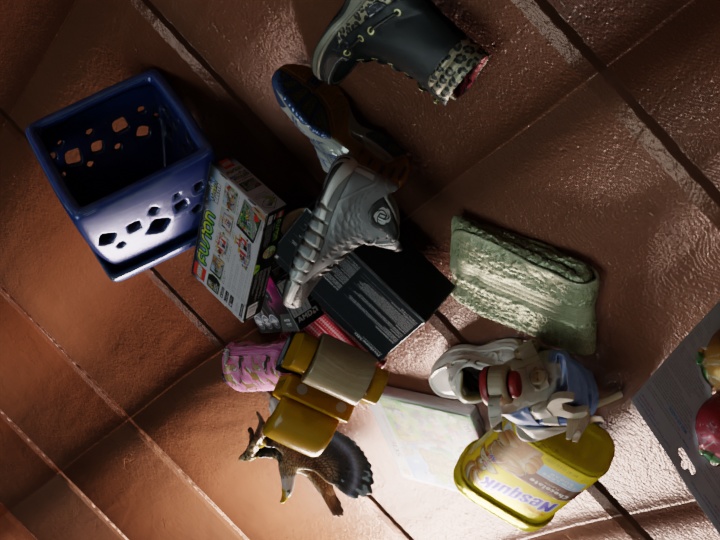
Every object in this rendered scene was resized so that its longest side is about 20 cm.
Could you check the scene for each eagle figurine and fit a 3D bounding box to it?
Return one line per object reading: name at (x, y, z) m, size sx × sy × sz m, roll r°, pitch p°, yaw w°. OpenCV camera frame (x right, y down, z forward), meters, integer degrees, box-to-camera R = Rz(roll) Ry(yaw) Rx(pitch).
eagle figurine at (-0.088, 0.305, 2.154) m, size 0.200 × 0.151 × 0.152 m, roll 17°, pitch -167°, yaw -13°

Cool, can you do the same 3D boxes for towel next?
towel at (0.190, 0.020, 1.598) m, size 0.200 × 0.036 × 0.148 m, roll 23°, pitch 143°, yaw 28°
towel at (-0.044, 0.115, 1.939) m, size 0.145 × 0.022 × 0.200 m, roll 43°, pitch 154°, yaw 1°

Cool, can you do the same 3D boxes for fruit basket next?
fruit basket at (0.376, 0.136, 1.387) m, size 0.185 × 0.200 × 0.094 m, roll 54°, pitch 160°, yaw -17°

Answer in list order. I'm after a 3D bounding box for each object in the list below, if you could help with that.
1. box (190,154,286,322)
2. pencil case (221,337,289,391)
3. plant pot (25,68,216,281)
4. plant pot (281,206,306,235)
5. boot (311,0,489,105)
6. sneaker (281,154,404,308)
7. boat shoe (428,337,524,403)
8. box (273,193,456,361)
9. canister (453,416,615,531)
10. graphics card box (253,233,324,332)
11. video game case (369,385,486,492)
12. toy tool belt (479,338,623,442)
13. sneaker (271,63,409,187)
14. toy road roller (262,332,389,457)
box at (-0.159, -0.039, 1.726) m, size 0.110 × 0.035 × 0.200 m, roll 42°, pitch 140°, yaw 23°
pencil case at (-0.129, 0.137, 1.979) m, size 0.200 × 0.086 × 0.083 m, roll -7°, pitch 94°, yaw 57°
plant pot at (-0.298, -0.113, 1.776) m, size 0.200 × 0.200 × 0.180 m, roll 53°, pitch 163°, yaw 36°
plant pot at (-0.021, -0.010, 1.794) m, size 0.200 × 0.027 × 0.200 m, roll 27°, pitch 143°, yaw 22°
boot at (0.038, -0.224, 1.444) m, size 0.154 × 0.073 × 0.204 m, roll 46°, pitch 144°, yaw 5°
sneaker at (-0.012, -0.026, 1.574) m, size 0.115 × 0.075 × 0.200 m, roll 22°, pitch 113°, yaw -6°
boat shoe at (0.143, 0.138, 1.747) m, size 0.071 × 0.069 × 0.200 m, roll 48°, pitch 147°, yaw -10°
box at (0.000, 0.000, 1.688) m, size 0.200 × 0.079 × 0.141 m, roll 44°, pitch 144°, yaw 0°
canister at (0.224, 0.250, 1.761) m, size 0.148 × 0.087 × 0.200 m, roll 31°, pitch 145°, yaw -1°
graphics card box at (-0.138, -0.011, 1.854) m, size 0.125 × 0.051 × 0.200 m, roll -6°, pitch 115°, yaw 59°
video game case at (0.110, 0.249, 1.948) m, size 0.200 × 0.022 × 0.182 m, roll 8°, pitch 133°, yaw 41°
toy tool belt at (0.227, 0.138, 1.577) m, size 0.123 × 0.125 × 0.200 m, roll -8°, pitch 165°, yaw 23°
sneaker at (-0.037, -0.156, 1.606) m, size 0.200 × 0.075 × 0.088 m, roll 45°, pitch 147°, yaw -2°
toy road roller at (-0.057, 0.168, 1.790) m, size 0.123 × 0.146 × 0.200 m, roll 25°, pitch 169°, yaw -9°
